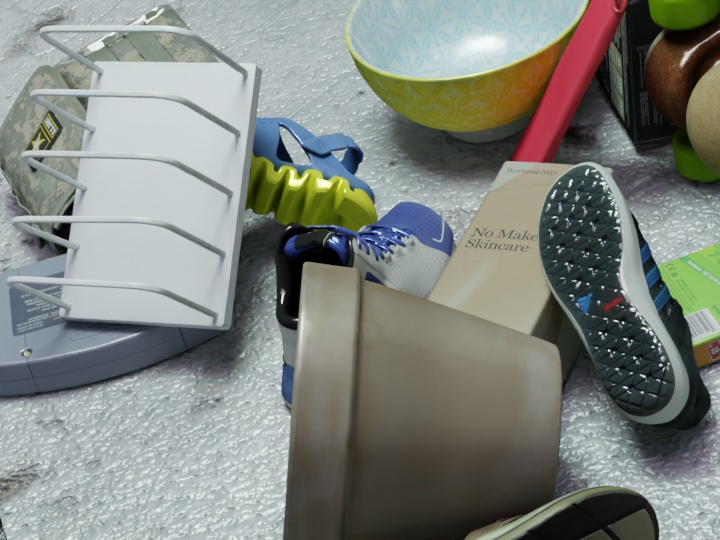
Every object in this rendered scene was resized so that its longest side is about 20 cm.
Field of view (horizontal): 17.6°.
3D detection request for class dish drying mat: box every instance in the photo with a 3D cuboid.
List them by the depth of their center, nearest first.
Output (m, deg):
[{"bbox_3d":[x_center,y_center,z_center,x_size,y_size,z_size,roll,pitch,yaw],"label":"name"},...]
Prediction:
[{"bbox_3d":[0.158,-0.137,1.768,0.018,0.200,0.077,19,38,-9],"label":"dish drying mat"}]

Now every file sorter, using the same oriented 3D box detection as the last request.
[{"bbox_3d":[-0.170,-0.069,1.704,0.138,0.124,0.201,3,80,22],"label":"file sorter"}]

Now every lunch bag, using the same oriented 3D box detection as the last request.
[{"bbox_3d":[-0.199,-0.106,1.908,0.199,0.118,0.164,-29,39,-8],"label":"lunch bag"}]

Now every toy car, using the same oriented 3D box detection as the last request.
[{"bbox_3d":[0.298,-0.118,1.693,0.157,0.165,0.200,-14,33,3],"label":"toy car"}]

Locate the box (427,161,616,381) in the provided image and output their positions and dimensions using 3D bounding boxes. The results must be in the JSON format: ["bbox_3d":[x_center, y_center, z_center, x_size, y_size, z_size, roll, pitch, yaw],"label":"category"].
[{"bbox_3d":[0.117,0.013,1.672,0.095,0.078,0.200,4,41,25],"label":"box"}]

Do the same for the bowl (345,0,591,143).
[{"bbox_3d":[0.095,-0.169,1.888,0.199,0.108,0.201,-9,38,7],"label":"bowl"}]

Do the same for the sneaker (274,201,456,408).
[{"bbox_3d":[0.000,0.000,1.698,0.080,0.116,0.200,12,45,30],"label":"sneaker"}]

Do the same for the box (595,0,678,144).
[{"bbox_3d":[0.228,-0.231,1.839,0.086,0.201,0.164,-12,36,-5],"label":"box"}]

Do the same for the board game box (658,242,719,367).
[{"bbox_3d":[0.295,0.006,1.661,0.199,0.030,0.096,-22,38,-4],"label":"board game box"}]

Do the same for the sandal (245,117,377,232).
[{"bbox_3d":[-0.075,-0.088,1.821,0.199,0.080,0.087,25,44,-8],"label":"sandal"}]

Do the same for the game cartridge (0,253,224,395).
[{"bbox_3d":[-0.201,0.031,1.797,0.199,0.042,0.133,-16,41,0],"label":"game cartridge"}]

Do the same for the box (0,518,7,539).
[{"bbox_3d":[-0.317,0.209,1.520,0.160,0.049,0.200,-16,4,-3],"label":"box"}]

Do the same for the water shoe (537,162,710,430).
[{"bbox_3d":[0.179,0.022,1.597,0.071,0.079,0.201,-28,60,23],"label":"water shoe"}]

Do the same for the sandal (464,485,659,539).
[{"bbox_3d":[0.093,0.184,1.467,0.200,0.080,0.057,-21,26,-7],"label":"sandal"}]

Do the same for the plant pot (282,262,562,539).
[{"bbox_3d":[0.039,0.100,1.522,0.173,0.201,0.200,4,38,-2],"label":"plant pot"}]
